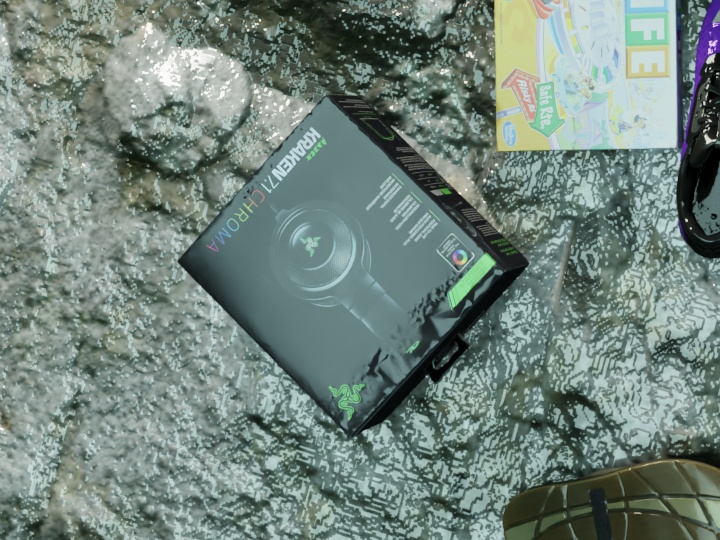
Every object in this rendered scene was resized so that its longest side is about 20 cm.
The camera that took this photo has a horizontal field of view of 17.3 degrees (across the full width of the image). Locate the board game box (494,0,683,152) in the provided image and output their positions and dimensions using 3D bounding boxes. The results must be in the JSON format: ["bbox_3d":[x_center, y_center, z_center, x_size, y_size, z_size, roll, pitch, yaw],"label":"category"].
[{"bbox_3d":[0.165,-0.187,1.715,0.134,0.034,0.201,-1,93,15],"label":"board game box"}]

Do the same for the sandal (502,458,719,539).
[{"bbox_3d":[0.200,0.180,1.721,0.199,0.054,0.081,-8,85,31],"label":"sandal"}]

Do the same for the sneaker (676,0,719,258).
[{"bbox_3d":[0.262,-0.104,1.658,0.069,0.099,0.201,8,96,13],"label":"sneaker"}]

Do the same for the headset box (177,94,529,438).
[{"bbox_3d":[0.000,0.000,1.742,0.200,0.093,0.174,46,104,8],"label":"headset box"}]
